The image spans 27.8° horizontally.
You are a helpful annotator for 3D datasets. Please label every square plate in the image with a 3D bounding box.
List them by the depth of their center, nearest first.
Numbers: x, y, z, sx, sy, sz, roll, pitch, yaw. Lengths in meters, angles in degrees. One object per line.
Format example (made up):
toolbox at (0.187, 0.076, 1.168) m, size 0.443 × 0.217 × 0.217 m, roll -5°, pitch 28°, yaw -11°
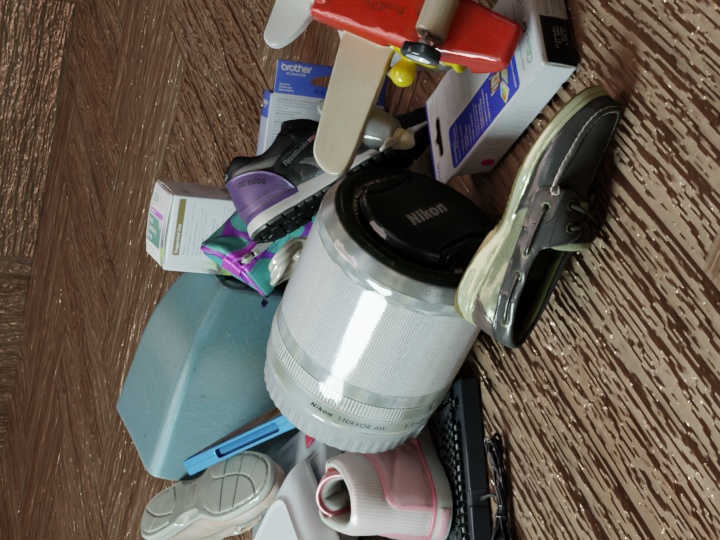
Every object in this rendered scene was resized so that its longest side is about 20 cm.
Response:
square plate at (-0.072, 0.297, 1.273) m, size 0.199 × 0.028 × 0.200 m, roll -64°, pitch 25°, yaw 20°

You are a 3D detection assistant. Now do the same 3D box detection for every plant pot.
plant pot at (-0.126, 0.100, 1.542) m, size 0.196 × 0.195 × 0.201 m, roll -138°, pitch 62°, yaw -64°

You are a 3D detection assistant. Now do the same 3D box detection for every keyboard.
keyboard at (0.090, 0.187, 1.184) m, size 0.127 × 0.021 × 0.201 m, roll 138°, pitch 132°, yaw -61°

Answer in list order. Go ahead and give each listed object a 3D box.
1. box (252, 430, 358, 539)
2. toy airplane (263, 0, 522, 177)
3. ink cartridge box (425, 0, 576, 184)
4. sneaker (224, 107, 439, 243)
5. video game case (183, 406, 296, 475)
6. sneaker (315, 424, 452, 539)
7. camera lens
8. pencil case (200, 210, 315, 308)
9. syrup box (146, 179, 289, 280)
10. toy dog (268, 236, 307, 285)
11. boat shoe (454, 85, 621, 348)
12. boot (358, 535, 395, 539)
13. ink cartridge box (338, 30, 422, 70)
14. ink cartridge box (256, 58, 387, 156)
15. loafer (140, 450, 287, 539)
box at (-0.054, 0.251, 1.347) m, size 0.156 × 0.041 × 0.201 m, roll -46°, pitch 37°, yaw 47°
toy airplane at (0.025, -0.197, 1.169) m, size 0.200 × 0.141 × 0.200 m, roll -33°, pitch 61°, yaw 23°
ink cartridge box at (0.108, -0.149, 1.178) m, size 0.200 × 0.037 × 0.095 m, roll 131°, pitch 139°, yaw -54°
sneaker at (-0.029, -0.111, 1.306) m, size 0.088 × 0.200 × 0.076 m, roll 61°, pitch 179°, yaw 14°
video game case at (-0.058, 0.130, 1.351) m, size 0.200 × 0.143 × 0.018 m, roll -28°, pitch 90°, yaw 44°
sneaker at (0.007, 0.167, 1.267) m, size 0.200 × 0.104 × 0.076 m, roll -116°, pitch 28°, yaw -64°
camera lens at (0.018, 0.029, 1.192) m, size 0.160 × 0.159 × 0.200 m, roll -109°, pitch 35°, yaw -46°
pencil case at (-0.055, -0.065, 1.382) m, size 0.200 × 0.085 × 0.092 m, roll -47°, pitch 9°, yaw -3°
syrup box at (-0.114, -0.039, 1.502) m, size 0.079 × 0.199 × 0.082 m, roll -147°, pitch 63°, yaw -65°
toy dog at (0.000, 0.000, 1.339) m, size 0.132 × 0.096 × 0.200 m, roll -48°, pitch -11°, yaw -3°
boat shoe at (0.139, -0.034, 1.044) m, size 0.066 × 0.072 × 0.201 m, roll 41°, pitch 116°, yaw 29°
boot at (0.003, 0.312, 1.314) m, size 0.131 × 0.067 × 0.200 m, roll -107°, pitch 31°, yaw -47°
ink cartridge box at (0.041, -0.303, 1.313) m, size 0.200 × 0.084 × 0.146 m, roll 117°, pitch 149°, yaw -45°
ink cartridge box at (-0.044, -0.104, 1.445) m, size 0.042 × 0.119 × 0.201 m, roll -137°, pitch 54°, yaw -70°
loafer at (-0.132, 0.228, 1.415) m, size 0.200 × 0.063 × 0.072 m, roll -25°, pitch 42°, yaw 40°
